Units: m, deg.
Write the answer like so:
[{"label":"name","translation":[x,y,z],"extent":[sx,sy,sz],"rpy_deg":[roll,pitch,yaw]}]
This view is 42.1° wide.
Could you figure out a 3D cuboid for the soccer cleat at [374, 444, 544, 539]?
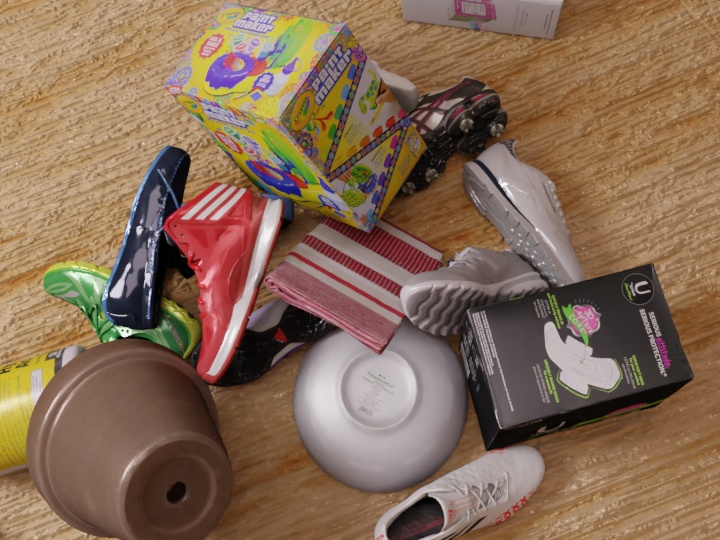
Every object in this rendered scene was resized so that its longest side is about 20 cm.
[{"label":"soccer cleat","translation":[0.104,0.239,0.965],"extent":[0.197,0.085,0.070],"rpy_deg":[-24,72,-4]}]

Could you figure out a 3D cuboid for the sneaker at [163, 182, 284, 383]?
[{"label":"sneaker","translation":[-0.160,0.006,0.970],"extent":[0.114,0.078,0.204],"rpy_deg":[20,84,-6]}]

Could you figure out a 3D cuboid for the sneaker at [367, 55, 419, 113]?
[{"label":"sneaker","translation":[-0.013,-0.241,1.115],"extent":[0.197,0.071,0.081],"rpy_deg":[20,65,25]}]

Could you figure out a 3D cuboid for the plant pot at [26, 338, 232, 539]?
[{"label":"plant pot","translation":[-0.208,0.187,0.909],"extent":[0.197,0.174,0.205],"rpy_deg":[-8,106,-30]}]

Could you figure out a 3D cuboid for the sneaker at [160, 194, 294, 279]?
[{"label":"sneaker","translation":[-0.169,-0.034,1.078],"extent":[0.196,0.070,0.080],"rpy_deg":[-9,75,8]}]

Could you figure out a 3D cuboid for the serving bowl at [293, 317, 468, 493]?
[{"label":"serving bowl","translation":[0.020,0.134,1.013],"extent":[0.195,0.066,0.204],"rpy_deg":[-1,73,4]}]

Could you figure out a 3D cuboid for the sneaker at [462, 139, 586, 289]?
[{"label":"sneaker","translation":[0.200,-0.062,1.063],"extent":[0.080,0.077,0.202],"rpy_deg":[-30,75,-16]}]

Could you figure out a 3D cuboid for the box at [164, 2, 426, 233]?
[{"label":"box","translation":[-0.068,-0.167,1.007],"extent":[0.198,0.193,0.123],"rpy_deg":[23,72,42]}]

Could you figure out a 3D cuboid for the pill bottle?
[{"label":"pill bottle","translation":[-0.379,0.160,1.004],"extent":[0.196,0.112,0.113],"rpy_deg":[-16,72,-2]}]

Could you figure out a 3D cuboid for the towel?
[{"label":"towel","translation":[0.000,0.000,1.017],"extent":[0.142,0.023,0.200],"rpy_deg":[30,36,8]}]

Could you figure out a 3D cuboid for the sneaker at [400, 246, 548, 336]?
[{"label":"sneaker","translation":[0.112,0.015,1.013],"extent":[0.197,0.075,0.083],"rpy_deg":[-2,47,-41]}]

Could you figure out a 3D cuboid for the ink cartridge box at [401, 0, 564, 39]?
[{"label":"ink cartridge box","translation":[0.155,-0.381,1.154],"extent":[0.196,0.085,0.147],"rpy_deg":[9,73,5]}]

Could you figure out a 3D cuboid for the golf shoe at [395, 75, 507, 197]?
[{"label":"golf shoe","translation":[0.075,-0.157,1.108],"extent":[0.197,0.078,0.089],"rpy_deg":[-28,46,-2]}]

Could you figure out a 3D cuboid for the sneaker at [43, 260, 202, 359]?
[{"label":"sneaker","translation":[-0.277,0.051,1.052],"extent":[0.197,0.074,0.085],"rpy_deg":[23,71,10]}]

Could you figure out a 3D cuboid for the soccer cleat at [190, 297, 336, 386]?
[{"label":"soccer cleat","translation":[-0.098,0.068,1.049],"extent":[0.198,0.073,0.069],"rpy_deg":[-29,97,12]}]

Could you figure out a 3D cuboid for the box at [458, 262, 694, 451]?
[{"label":"box","translation":[0.214,0.094,0.969],"extent":[0.196,0.149,0.127],"rpy_deg":[-13,71,-2]}]

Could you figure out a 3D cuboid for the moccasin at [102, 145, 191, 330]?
[{"label":"moccasin","translation":[-0.214,-0.032,1.016],"extent":[0.067,0.080,0.204],"rpy_deg":[15,85,11]}]
